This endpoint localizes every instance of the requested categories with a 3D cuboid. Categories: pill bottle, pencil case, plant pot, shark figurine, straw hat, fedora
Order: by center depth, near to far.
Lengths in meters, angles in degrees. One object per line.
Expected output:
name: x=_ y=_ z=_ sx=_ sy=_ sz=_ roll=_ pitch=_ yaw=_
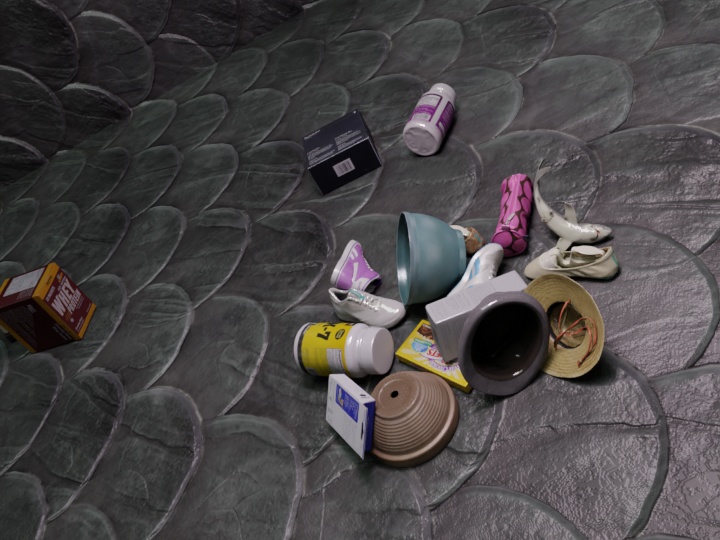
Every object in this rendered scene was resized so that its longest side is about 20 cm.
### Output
straw hat: x=0.393 y=0.100 z=1.389 sx=0.084 sy=0.205 sz=0.200 roll=-6 pitch=23 yaw=-35
fedora: x=0.260 y=0.122 z=1.397 sx=0.173 sy=0.204 sz=0.091 roll=6 pitch=20 yaw=-9
plant pot: x=0.081 y=0.264 z=1.430 sx=0.198 sy=0.093 sz=0.203 roll=-20 pitch=40 yaw=17
pill bottle: x=-0.035 y=0.170 z=1.594 sx=0.197 sy=0.115 sz=0.115 roll=-2 pitch=46 yaw=32
shark figurine: x=0.424 y=-0.124 z=1.606 sx=0.128 sy=0.215 sz=0.089 roll=-46 pitch=-12 yaw=28
plant pot: x=0.157 y=-0.028 z=1.634 sx=0.131 sy=0.203 sz=0.202 roll=-2 pitch=40 yaw=-5
pencil case: x=0.343 y=-0.130 z=1.672 sx=0.089 sy=0.094 sz=0.202 roll=-9 pitch=43 yaw=26
pill bottle: x=0.199 y=-0.425 z=2.073 sx=0.111 sy=0.113 sz=0.202 roll=1 pitch=48 yaw=35

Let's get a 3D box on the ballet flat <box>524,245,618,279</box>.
ballet flat: x=0.424 y=-0.021 z=1.521 sx=0.197 sy=0.070 sz=0.070 roll=-2 pitch=46 yaw=33

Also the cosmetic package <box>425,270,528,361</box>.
cosmetic package: x=0.237 y=0.089 z=1.475 sx=0.197 sy=0.103 sz=0.074 roll=-21 pitch=32 yaw=-4

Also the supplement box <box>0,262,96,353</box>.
supplement box: x=-0.938 y=0.114 z=2.209 sx=0.197 sy=0.199 sz=0.134 roll=-16 pitch=40 yaw=20

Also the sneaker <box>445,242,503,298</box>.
sneaker: x=0.257 y=0.032 z=1.581 sx=0.080 sy=0.077 sz=0.201 roll=21 pitch=68 yaw=37

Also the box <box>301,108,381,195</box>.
box: x=-0.057 y=-0.347 z=2.173 sx=0.197 sy=0.105 sz=0.184 roll=-25 pitch=39 yaw=9

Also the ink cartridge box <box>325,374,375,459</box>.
ink cartridge box: x=-0.014 y=0.278 z=1.440 sx=0.038 sy=0.102 sz=0.200 roll=2 pitch=11 yaw=-23

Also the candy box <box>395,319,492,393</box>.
candy box: x=0.171 y=0.171 z=1.520 sx=0.198 sy=0.027 sz=0.103 roll=20 pitch=62 yaw=45

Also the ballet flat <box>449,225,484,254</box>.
ballet flat: x=0.198 y=-0.082 z=1.743 sx=0.197 sy=0.066 sz=0.071 roll=5 pitch=50 yaw=38

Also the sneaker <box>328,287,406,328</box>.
sneaker: x=0.008 y=0.076 z=1.685 sx=0.197 sy=0.089 sz=0.076 roll=3 pitch=48 yaw=36

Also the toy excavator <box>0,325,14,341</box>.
toy excavator: x=-1.063 y=0.105 z=2.401 sx=0.191 sy=0.101 sz=0.201 roll=-23 pitch=30 yaw=10

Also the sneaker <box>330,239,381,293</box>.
sneaker: x=0.000 y=0.001 z=1.803 sx=0.112 sy=0.074 sz=0.201 roll=20 pitch=30 yaw=1
